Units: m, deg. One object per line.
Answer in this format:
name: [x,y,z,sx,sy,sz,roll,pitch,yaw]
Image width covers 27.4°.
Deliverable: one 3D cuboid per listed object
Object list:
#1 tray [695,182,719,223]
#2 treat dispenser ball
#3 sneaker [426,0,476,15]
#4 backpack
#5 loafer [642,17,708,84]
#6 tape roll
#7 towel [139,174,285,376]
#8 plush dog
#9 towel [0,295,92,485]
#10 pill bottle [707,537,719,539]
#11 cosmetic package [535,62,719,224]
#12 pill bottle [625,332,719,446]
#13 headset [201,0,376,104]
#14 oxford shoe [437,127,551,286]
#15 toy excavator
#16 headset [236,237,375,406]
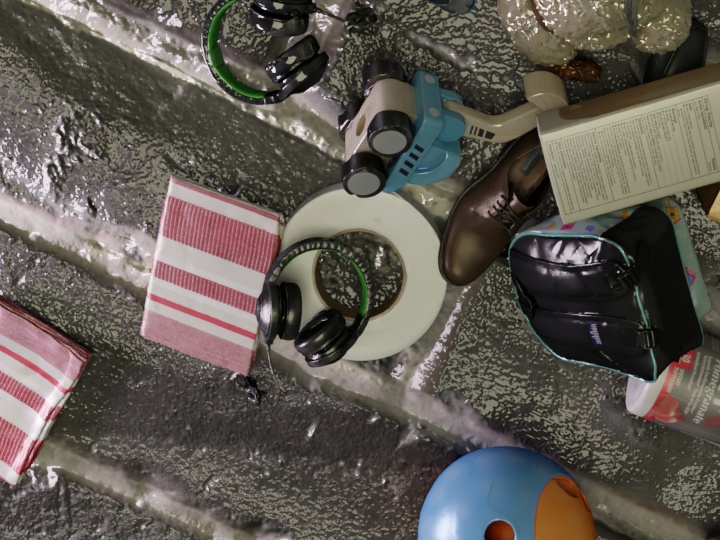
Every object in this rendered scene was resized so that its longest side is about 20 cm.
tray: [0.457,-0.045,1.565,0.198,0.099,0.037,24,109,-2]
treat dispenser ball: [0.162,0.297,1.640,0.198,0.201,0.204,1,107,5]
sneaker: [0.105,-0.368,1.514,0.081,0.073,0.203,17,107,2]
backpack: [0.259,0.011,1.559,0.199,0.153,0.178,0,119,50]
loafer: [0.327,-0.163,1.549,0.067,0.070,0.203,4,112,-28]
tape roll: [0.000,0.000,1.652,0.200,0.037,0.206,1,106,5]
towel: [-0.167,0.006,1.657,0.142,0.023,0.202,19,113,12]
plush dog: [0.210,-0.272,1.497,0.201,0.160,0.171,57,143,-2]
towel: [-0.420,0.141,1.732,0.143,0.023,0.201,31,107,-4]
pill bottle: [0.496,0.351,1.669,0.197,0.120,0.121,-10,106,8]
cosmetic package: [0.284,-0.129,1.486,0.197,0.071,0.106,-14,110,9]
pill bottle: [0.401,0.136,1.618,0.197,0.111,0.112,20,108,-1]
headset: [-0.078,-0.242,1.549,0.197,0.094,0.125,-11,107,20]
oxford shoe: [0.148,-0.067,1.582,0.072,0.085,0.201,30,101,-12]
toy excavator: [0.096,-0.153,1.561,0.198,0.101,0.195,13,137,-22]
headset: [-0.068,0.058,1.627,0.123,0.094,0.202,31,91,-17]
